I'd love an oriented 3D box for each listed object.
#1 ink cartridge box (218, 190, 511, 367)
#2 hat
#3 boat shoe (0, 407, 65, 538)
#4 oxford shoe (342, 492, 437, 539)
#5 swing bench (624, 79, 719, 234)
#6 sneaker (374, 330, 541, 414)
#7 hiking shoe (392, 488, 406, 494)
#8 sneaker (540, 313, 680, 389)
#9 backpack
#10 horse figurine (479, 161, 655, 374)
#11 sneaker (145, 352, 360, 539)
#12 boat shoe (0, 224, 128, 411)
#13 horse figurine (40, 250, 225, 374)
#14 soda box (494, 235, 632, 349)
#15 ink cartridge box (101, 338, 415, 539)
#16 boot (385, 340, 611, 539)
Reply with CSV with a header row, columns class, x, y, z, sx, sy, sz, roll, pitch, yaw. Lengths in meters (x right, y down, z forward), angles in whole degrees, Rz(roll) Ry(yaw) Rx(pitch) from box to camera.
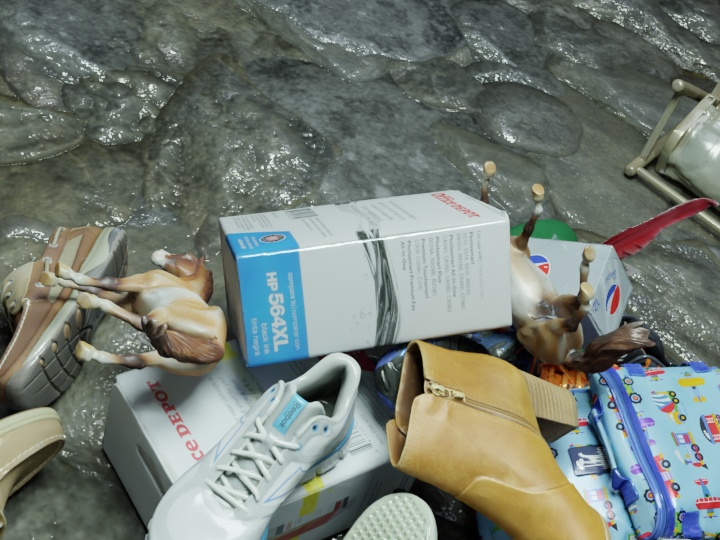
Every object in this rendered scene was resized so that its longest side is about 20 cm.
class,x,y,z,sx,sy,sz,roll,pitch,yaw
ink cartridge box,0.000,0.000,0.842,0.196,0.086,0.146,-7,13,-10
hat,0.173,-0.030,1.037,0.198,0.178,0.166,-14,51,-35
boat shoe,-0.262,0.166,0.725,0.064,0.072,0.200,41,52,13
oxford shoe,0.008,0.243,0.714,0.074,0.058,0.203,1,66,31
swing bench,0.455,-0.132,1.318,0.198,0.131,0.199,41,39,22
sneaker,0.068,0.082,0.872,0.077,0.077,0.199,5,0,35
hiking shoe,0.048,0.252,0.746,0.073,0.087,0.201,-10,50,-32
sneaker,0.188,0.085,0.970,0.197,0.113,0.078,5,42,-19
backpack,0.190,0.164,0.864,0.196,0.136,0.185,2,49,-12
horse figurine,0.135,0.010,0.856,0.049,0.134,0.201,-22,56,-22
sneaker,-0.063,0.117,0.717,0.074,0.087,0.200,33,43,11
boat shoe,-0.244,0.032,0.877,0.071,0.077,0.201,14,34,2
horse figurine,-0.144,0.030,0.791,0.131,0.051,0.200,12,13,-30
soda box,0.127,0.015,0.971,0.198,0.064,0.069,7,59,37
ink cartridge box,-0.071,0.128,0.832,0.198,0.084,0.146,-14,51,-35
boot,0.086,0.148,0.747,0.142,0.071,0.204,14,51,-22
